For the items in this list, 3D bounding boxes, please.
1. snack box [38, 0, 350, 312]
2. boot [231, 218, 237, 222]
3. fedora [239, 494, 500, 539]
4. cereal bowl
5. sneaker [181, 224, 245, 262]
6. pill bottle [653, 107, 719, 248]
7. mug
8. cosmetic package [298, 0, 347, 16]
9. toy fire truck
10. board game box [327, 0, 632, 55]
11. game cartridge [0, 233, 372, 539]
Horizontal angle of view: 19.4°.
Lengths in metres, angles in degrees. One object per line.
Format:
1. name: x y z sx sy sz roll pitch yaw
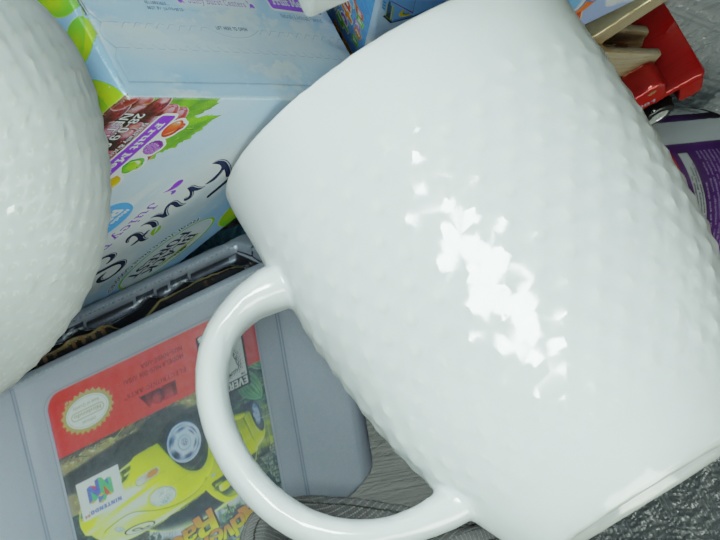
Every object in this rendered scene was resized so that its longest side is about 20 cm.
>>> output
1. snack box: -0.116 -0.031 0.765 0.200 0.068 0.168 -35 167 25
2. boot: -0.103 0.055 0.906 0.200 0.151 0.073 -31 174 11
3. fedora: 0.001 0.137 0.803 0.176 0.091 0.200 8 -170 39
4. cereal bowl: -0.165 -0.002 0.602 0.199 0.084 0.200 -11 145 -8
5. sneaker: -0.057 0.017 1.059 0.199 0.077 0.081 -8 162 -39
6. pill bottle: 0.176 -0.038 1.229 0.111 0.112 0.200 -39 163 33
7. mug: 0.035 0.020 0.762 0.200 0.176 0.148 -30 167 -10
8. cosmetic package: 0.020 -0.158 0.587 0.101 0.074 0.200 -25 167 -15
9. toy fire truck: 0.117 -0.102 1.019 0.199 0.049 0.141 -29 166 0
10. board game box: 0.061 -0.134 0.825 0.151 0.037 0.200 -27 166 -13
11. game cartridge: -0.082 0.073 0.829 0.200 0.041 0.134 -27 125 -30
